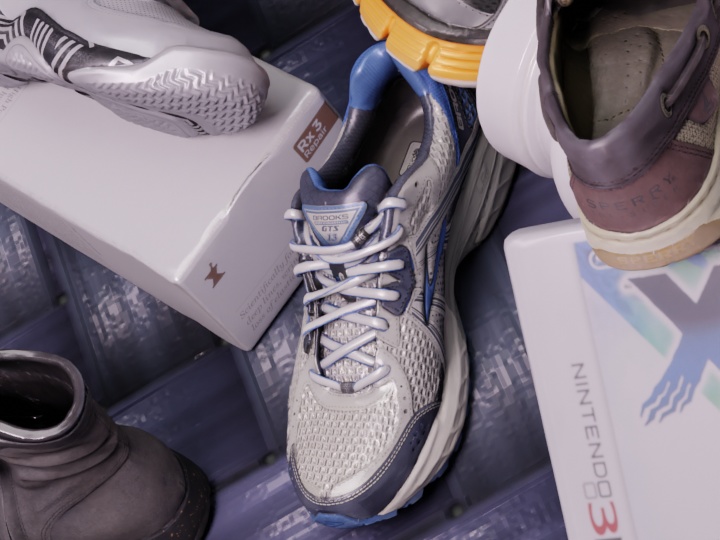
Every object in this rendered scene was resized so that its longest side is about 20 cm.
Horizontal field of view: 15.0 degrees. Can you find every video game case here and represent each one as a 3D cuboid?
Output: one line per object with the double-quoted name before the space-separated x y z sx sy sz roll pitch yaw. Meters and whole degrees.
"video game case" 0.156 0.061 0.899 0.200 0.022 0.183 -9 97 29

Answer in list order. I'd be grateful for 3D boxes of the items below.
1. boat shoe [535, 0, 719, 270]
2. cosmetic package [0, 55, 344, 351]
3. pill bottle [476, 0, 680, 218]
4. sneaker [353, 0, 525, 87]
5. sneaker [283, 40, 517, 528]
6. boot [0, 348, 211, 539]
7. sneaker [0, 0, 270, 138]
"boat shoe" 0.094 -0.092 0.923 0.072 0.065 0.200 -10 47 19
"cosmetic package" -0.099 -0.056 1.155 0.200 0.074 0.102 31 80 36
"pill bottle" 0.142 -0.045 0.986 0.200 0.112 0.112 28 79 37
"sneaker" 0.010 -0.154 1.083 0.200 0.078 0.077 43 130 33
"sneaker" 0.000 0.000 1.057 0.077 0.085 0.200 -2 62 28
"boot" -0.170 0.074 1.079 0.200 0.132 0.070 -12 58 23
"sneaker" -0.106 -0.126 1.095 0.200 0.075 0.115 17 85 38
